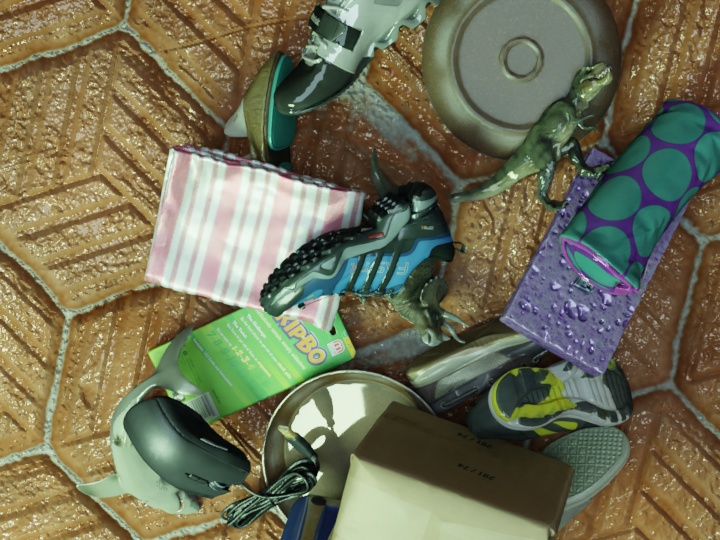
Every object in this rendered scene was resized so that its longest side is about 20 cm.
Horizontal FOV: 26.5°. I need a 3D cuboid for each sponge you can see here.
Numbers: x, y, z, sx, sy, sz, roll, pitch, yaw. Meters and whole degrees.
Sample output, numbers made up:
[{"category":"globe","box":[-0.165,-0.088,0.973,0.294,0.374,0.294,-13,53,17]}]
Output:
[{"category":"sponge","box":[0.228,-0.010,1.483,0.111,0.030,0.201,30,74,-1]}]

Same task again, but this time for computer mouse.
[{"category":"computer mouse","box":[-0.131,0.184,1.503,0.140,0.046,0.200,-30,124,20]}]

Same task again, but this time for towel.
[{"category":"towel","box":[-0.105,-0.031,1.497,0.197,0.030,0.148,15,106,3]}]

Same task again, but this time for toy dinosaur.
[{"category":"toy dinosaur","box":[0.039,-0.020,1.529,0.101,0.077,0.203,-8,87,-10]},{"category":"toy dinosaur","box":[0.185,-0.108,1.474,0.200,0.047,0.088,-44,80,12]}]

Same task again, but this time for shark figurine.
[{"category":"shark figurine","box":[-0.223,0.154,1.556,0.126,0.090,0.216,2,126,-7]}]

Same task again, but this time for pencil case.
[{"category":"pencil case","box":[0.272,-0.068,1.445,0.092,0.085,0.200,41,72,-4]}]

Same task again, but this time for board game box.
[{"category":"board game box","box":[-0.110,0.084,1.570,0.198,0.030,0.096,-24,97,11]}]

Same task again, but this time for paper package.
[{"category":"paper package","box":[0.089,0.222,1.430,0.198,0.191,0.105,18,105,10]}]

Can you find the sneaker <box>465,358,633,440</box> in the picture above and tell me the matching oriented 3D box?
[{"category":"sneaker","box":[0.184,0.125,1.500,0.084,0.198,0.075,-28,67,47]}]

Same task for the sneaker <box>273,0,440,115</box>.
[{"category":"sneaker","box":[-0.020,-0.237,1.467,0.200,0.074,0.089,-44,130,-9]}]

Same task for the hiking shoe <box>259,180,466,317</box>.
[{"category":"hiking shoe","box":[0.000,0.000,1.452,0.199,0.074,0.087,-30,107,1]}]

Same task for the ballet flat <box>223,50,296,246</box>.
[{"category":"ballet flat","box":[-0.098,-0.116,1.529,0.071,0.068,0.203,0,103,23]}]

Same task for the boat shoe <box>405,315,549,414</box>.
[{"category":"boat shoe","box":[0.145,0.086,1.529,0.198,0.072,0.065,-23,106,8]}]

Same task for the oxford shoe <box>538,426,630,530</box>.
[{"category":"oxford shoe","box":[0.193,0.233,1.553,0.200,0.075,0.058,-43,136,2]}]

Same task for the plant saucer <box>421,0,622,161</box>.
[{"category":"plant saucer","box":[0.158,-0.207,1.500,0.198,0.037,0.203,1,98,6]}]

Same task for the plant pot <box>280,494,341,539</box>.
[{"category":"plant pot","box":[-0.010,0.342,1.491,0.197,0.200,0.182,14,115,2]}]

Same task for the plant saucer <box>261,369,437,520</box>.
[{"category":"plant saucer","box":[-0.001,0.193,1.561,0.197,0.035,0.203,3,105,10]}]
